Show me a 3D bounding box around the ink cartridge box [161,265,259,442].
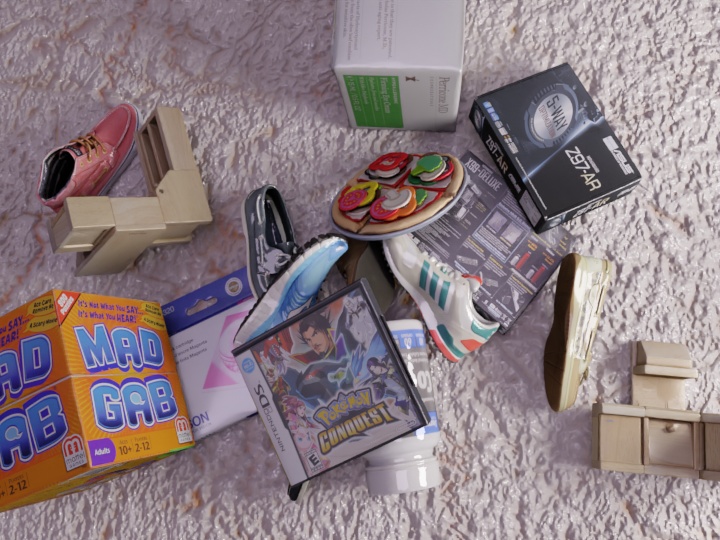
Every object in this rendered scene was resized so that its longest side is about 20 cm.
[{"bbox_3d":[-0.205,0.116,0.953,0.192,0.043,0.204,-24,78,2],"label":"ink cartridge box"}]

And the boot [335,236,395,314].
[{"bbox_3d":[0.000,0.000,0.904,0.074,0.074,0.203,-23,35,28],"label":"boot"}]

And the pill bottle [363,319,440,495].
[{"bbox_3d":[0.042,0.174,0.874,0.110,0.114,0.206,-10,78,4],"label":"pill bottle"}]

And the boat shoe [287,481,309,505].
[{"bbox_3d":[-0.076,0.198,0.892,0.064,0.075,0.205,14,94,0],"label":"boat shoe"}]

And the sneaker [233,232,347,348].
[{"bbox_3d":[-0.077,0.039,0.891,0.089,0.078,0.201,38,98,-9],"label":"sneaker"}]

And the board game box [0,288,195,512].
[{"bbox_3d":[-0.364,0.164,0.858,0.196,0.199,0.205,-24,76,16],"label":"board game box"}]

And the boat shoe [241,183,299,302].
[{"bbox_3d":[-0.117,-0.023,0.946,0.061,0.071,0.206,-31,68,46],"label":"boat shoe"}]

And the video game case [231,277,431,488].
[{"bbox_3d":[-0.039,0.137,0.818,0.197,0.025,0.185,-28,84,18],"label":"video game case"}]

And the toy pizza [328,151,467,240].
[{"bbox_3d":[0.046,-0.111,0.912,0.195,0.032,0.202,-16,34,11],"label":"toy pizza"}]

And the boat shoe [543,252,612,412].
[{"bbox_3d":[0.281,0.083,0.877,0.061,0.073,0.207,7,96,-7],"label":"boat shoe"}]

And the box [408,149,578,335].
[{"bbox_3d":[0.171,-0.040,0.936,0.199,0.050,0.159,40,85,12],"label":"box"}]

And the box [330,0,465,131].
[{"bbox_3d":[0.058,-0.320,0.930,0.166,0.199,0.207,2,80,6],"label":"box"}]

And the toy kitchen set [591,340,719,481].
[{"bbox_3d":[0.394,0.160,0.802,0.193,0.181,0.169,4,78,3],"label":"toy kitchen set"}]

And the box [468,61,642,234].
[{"bbox_3d":[0.261,-0.169,0.927,0.156,0.044,0.204,-21,71,-12],"label":"box"}]

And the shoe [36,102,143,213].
[{"bbox_3d":[-0.397,-0.171,1.007,0.070,0.091,0.204,27,83,11],"label":"shoe"}]

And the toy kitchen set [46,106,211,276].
[{"bbox_3d":[-0.350,-0.109,0.959,0.162,0.197,0.185,-30,74,43],"label":"toy kitchen set"}]

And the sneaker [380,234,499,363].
[{"bbox_3d":[0.106,0.013,0.883,0.092,0.070,0.203,-31,89,20],"label":"sneaker"}]
